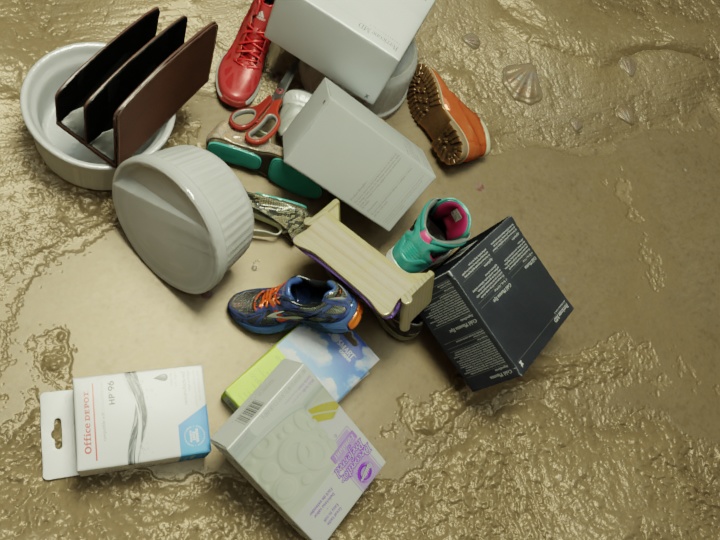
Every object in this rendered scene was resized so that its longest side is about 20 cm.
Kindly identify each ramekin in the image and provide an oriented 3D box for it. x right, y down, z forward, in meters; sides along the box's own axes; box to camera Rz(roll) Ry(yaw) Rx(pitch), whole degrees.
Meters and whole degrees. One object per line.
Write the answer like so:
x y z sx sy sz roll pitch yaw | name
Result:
0.003 -0.362 1.180 0.200 0.105 0.201 7 68 -18 | ramekin
-0.232 -0.076 0.939 0.202 0.202 0.094 47 50 2 | ramekin
-0.370 -0.212 0.990 0.200 0.098 0.201 7 67 -18 | ramekin

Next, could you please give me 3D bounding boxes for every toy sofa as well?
0.000 0.000 0.980 0.200 0.083 0.098 38 66 22 | toy sofa

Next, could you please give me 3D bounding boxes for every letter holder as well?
-0.289 -0.257 0.902 0.101 0.142 0.200 37 62 -4 | letter holder

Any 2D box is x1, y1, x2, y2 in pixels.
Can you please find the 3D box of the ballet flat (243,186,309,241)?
-0.176 -0.097 1.041 0.200 0.068 0.075 24 80 -13 | ballet flat

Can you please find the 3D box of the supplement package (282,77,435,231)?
-0.005 -0.175 1.051 0.200 0.117 0.117 33 22 -23 | supplement package

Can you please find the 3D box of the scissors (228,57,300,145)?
-0.127 -0.269 1.092 0.073 0.014 0.200 32 59 13 | scissors

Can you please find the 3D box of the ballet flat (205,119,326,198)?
-0.139 -0.181 1.083 0.200 0.068 0.067 24 55 -12 | ballet flat

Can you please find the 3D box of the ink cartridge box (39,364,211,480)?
-0.298 0.191 0.880 0.200 0.068 0.116 -4 72 -21 | ink cartridge box

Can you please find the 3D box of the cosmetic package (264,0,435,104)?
-0.006 -0.403 1.066 0.199 0.123 0.200 31 64 -7 | cosmetic package

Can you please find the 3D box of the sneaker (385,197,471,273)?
0.127 -0.068 1.075 0.084 0.121 0.200 49 39 2 | sneaker

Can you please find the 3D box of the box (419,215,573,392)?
0.201 0.049 1.060 0.200 0.104 0.182 -36 92 -42 | box

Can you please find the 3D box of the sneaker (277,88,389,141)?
-0.043 -0.217 1.134 0.200 0.076 0.092 17 73 -5 | sneaker

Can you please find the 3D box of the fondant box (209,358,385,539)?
-0.076 0.236 0.905 0.144 0.058 0.200 -48 116 -25 | fondant box

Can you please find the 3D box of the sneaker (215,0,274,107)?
-0.177 -0.367 1.108 0.078 0.116 0.200 14 65 -14 | sneaker

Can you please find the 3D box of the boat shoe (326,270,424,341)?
0.027 0.020 1.061 0.200 0.073 0.075 42 62 -1 | boat shoe

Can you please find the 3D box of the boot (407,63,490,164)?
0.157 -0.278 1.232 0.107 0.075 0.200 -13 73 -39 | boot

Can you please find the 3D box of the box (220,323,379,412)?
-0.083 0.152 0.985 0.200 0.048 0.122 -41 89 -28 | box

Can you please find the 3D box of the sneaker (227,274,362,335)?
-0.098 0.039 0.966 0.200 0.078 0.075 -4 50 20 | sneaker
